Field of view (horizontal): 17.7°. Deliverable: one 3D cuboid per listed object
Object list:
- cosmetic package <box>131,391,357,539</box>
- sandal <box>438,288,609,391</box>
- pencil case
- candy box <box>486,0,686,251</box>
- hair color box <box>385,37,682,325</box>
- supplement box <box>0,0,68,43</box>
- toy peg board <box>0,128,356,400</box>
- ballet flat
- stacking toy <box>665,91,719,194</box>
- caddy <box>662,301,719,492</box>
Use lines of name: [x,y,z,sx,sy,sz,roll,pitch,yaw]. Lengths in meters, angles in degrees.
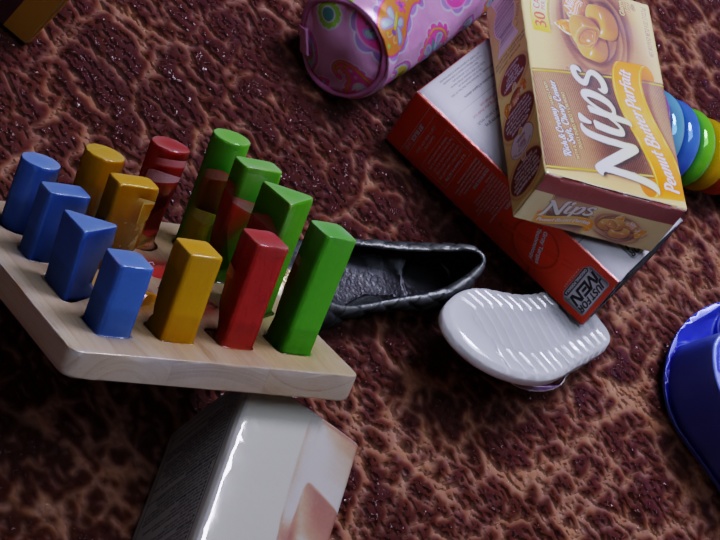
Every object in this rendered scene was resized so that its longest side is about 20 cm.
cosmetic package: [-0.082,0.175,1.361,0.087,0.103,0.201,36,47,-19]
sandal: [0.114,0.056,1.637,0.202,0.050,0.083,-2,49,-55]
pencil case: [0.033,-0.199,1.713,0.088,0.087,0.200,50,43,-2]
candy box: [0.160,-0.118,1.668,0.115,0.055,0.201,13,50,-21]
hair color box: [0.127,-0.066,1.690,0.200,0.061,0.101,44,47,8]
supplement box: [-0.222,-0.300,1.523,0.200,0.133,0.198,41,44,-12]
toy peg board: [-0.117,-0.019,1.388,0.198,0.098,0.200,8,22,-37]
ballet flat: [0.000,0.000,1.573,0.199,0.057,0.067,-6,67,-42]
stacking toy: [0.259,-0.094,1.841,0.199,0.085,0.086,18,53,-37]
caddy: [0.317,0.109,1.739,0.141,0.105,0.200,-33,85,-23]
